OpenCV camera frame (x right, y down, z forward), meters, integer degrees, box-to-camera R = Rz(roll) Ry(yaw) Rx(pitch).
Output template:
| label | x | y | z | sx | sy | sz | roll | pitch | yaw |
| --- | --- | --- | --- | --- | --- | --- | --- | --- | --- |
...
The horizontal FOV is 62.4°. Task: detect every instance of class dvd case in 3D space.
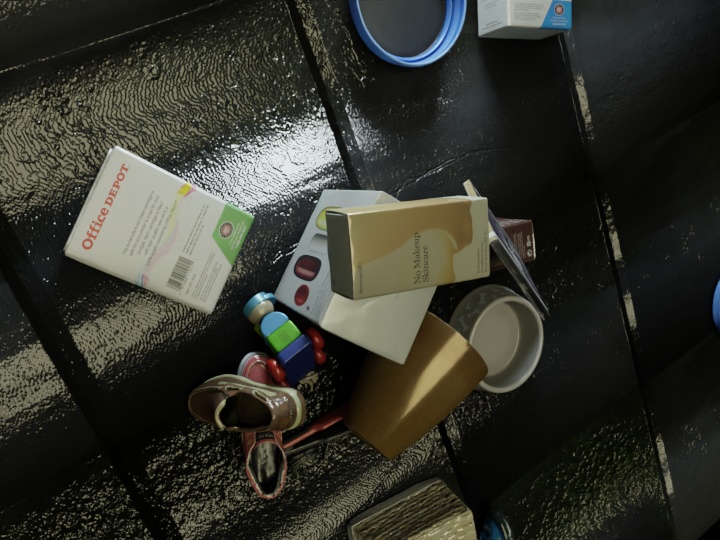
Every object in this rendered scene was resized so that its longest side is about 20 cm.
| label | x | y | z | sx | sy | sz | roll | pitch | yaw |
| --- | --- | --- | --- | --- | --- | --- | --- | --- | --- |
| dvd case | 0.209 | -0.036 | 0.866 | 0.016 | 0.201 | 0.149 | -33 | 116 | 16 |

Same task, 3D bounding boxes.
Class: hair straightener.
| label | x | y | z | sx | sy | sz | roll | pitch | yaw |
| --- | --- | --- | --- | --- | --- | --- | --- | --- | --- |
| hair straightener | -0.070 | 0.286 | 0.960 | 0.198 | 0.041 | 0.078 | -27 | 108 | -21 |

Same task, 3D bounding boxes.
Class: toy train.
| label | x | y | z | sx | sy | sz | roll | pitch | yaw |
| --- | --- | --- | --- | --- | --- | --- | --- | --- | --- |
| toy train | -0.116 | 0.115 | 0.888 | 0.084 | 0.201 | 0.116 | -36 | 71 | -16 |

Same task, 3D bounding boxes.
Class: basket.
| label | x | y | z | sx | sy | sz | roll | pitch | yaw |
| --- | --- | --- | --- | --- | --- | --- | --- | --- | --- |
| basket | 0.096 | 0.475 | 1.026 | 0.197 | 0.123 | 0.138 | -18 | 104 | -22 |

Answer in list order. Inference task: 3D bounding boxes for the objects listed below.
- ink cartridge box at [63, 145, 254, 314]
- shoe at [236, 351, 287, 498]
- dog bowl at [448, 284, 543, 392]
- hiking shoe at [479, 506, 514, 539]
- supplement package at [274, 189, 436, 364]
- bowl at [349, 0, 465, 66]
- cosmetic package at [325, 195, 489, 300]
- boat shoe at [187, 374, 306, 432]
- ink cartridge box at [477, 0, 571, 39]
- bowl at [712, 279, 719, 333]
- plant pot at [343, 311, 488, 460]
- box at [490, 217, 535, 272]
| label | x | y | z | sx | sy | sz | roll | pitch | yaw |
| --- | --- | --- | --- | --- | --- | --- | --- | --- | --- |
| ink cartridge box | -0.265 | -0.051 | 0.788 | 0.198 | 0.084 | 0.147 | 26 | 85 | -28 |
| shoe | -0.141 | 0.224 | 0.873 | 0.070 | 0.091 | 0.204 | -3 | 90 | -17 |
| dog bowl | 0.251 | 0.130 | 1.089 | 0.197 | 0.058 | 0.204 | -4 | 99 | -27 |
| hiking shoe | 0.242 | 0.556 | 1.138 | 0.085 | 0.074 | 0.204 | -1 | 98 | -27 |
| supplement package | 0.000 | 0.000 | 0.864 | 0.146 | 0.199 | 0.194 | 27 | 85 | -26 |
| bowl | 0.071 | -0.419 | 0.919 | 0.197 | 0.039 | 0.205 | -4 | 99 | -26 |
| cosmetic package | 0.061 | -0.032 | 0.738 | 0.197 | 0.071 | 0.107 | -11 | 102 | -25 |
| boat shoe | -0.173 | 0.183 | 0.807 | 0.074 | 0.199 | 0.076 | -3 | 86 | -58 |
| ink cartridge box | 0.272 | -0.500 | 0.990 | 0.144 | 0.084 | 0.204 | -8 | 100 | -26 |
| bowl | 0.918 | 0.074 | 1.425 | 0.197 | 0.039 | 0.205 | -4 | 100 | -26 |
| plant pot | 0.067 | 0.183 | 0.927 | 0.186 | 0.186 | 0.201 | 45 | 75 | -24 |
| box | 0.187 | -0.036 | 1.010 | 0.197 | 0.100 | 0.076 | -16 | 104 | -25 |
